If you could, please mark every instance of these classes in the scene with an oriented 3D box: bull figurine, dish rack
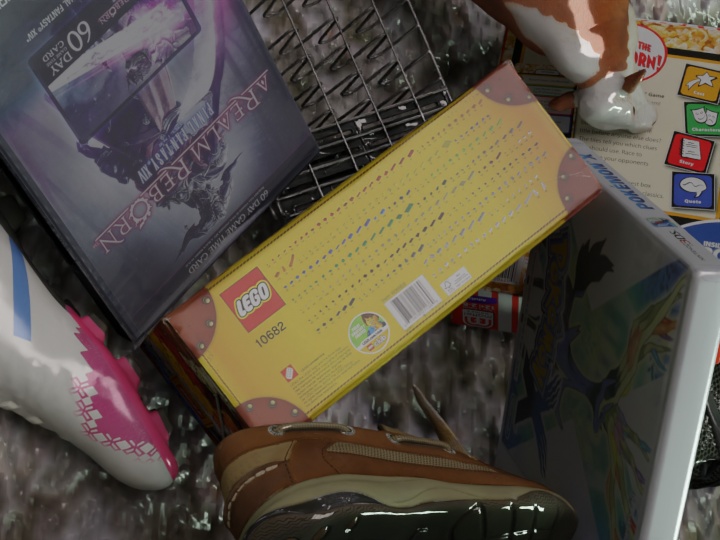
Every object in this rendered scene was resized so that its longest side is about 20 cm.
[{"bbox_3d":[0.105,-0.165,0.955,0.200,0.065,0.121,41,49,3],"label":"bull figurine"},{"bbox_3d":[-0.028,-0.120,0.944,0.153,0.055,0.200,-20,84,-31],"label":"dish rack"}]

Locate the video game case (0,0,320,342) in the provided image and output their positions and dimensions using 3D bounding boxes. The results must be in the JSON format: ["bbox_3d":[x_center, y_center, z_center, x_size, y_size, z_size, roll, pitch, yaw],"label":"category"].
[{"bbox_3d":[-0.105,-0.079,0.793,0.143,0.019,0.200,-47,135,-19],"label":"video game case"}]

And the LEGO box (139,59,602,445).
[{"bbox_3d":[0.000,0.000,0.819,0.200,0.149,0.077,-37,91,-13],"label":"LEGO box"}]

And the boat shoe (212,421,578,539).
[{"bbox_3d":[0.018,0.099,0.742,0.200,0.076,0.074,16,29,-47],"label":"boat shoe"}]

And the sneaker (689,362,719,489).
[{"bbox_3d":[0.178,0.107,0.953,0.114,0.076,0.199,37,53,-4],"label":"sneaker"}]

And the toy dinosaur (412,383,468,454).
[{"bbox_3d":[0.070,0.151,0.862,0.058,0.101,0.200,-20,82,-32],"label":"toy dinosaur"}]

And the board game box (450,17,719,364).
[{"bbox_3d":[0.142,-0.055,0.969,0.151,0.046,0.200,9,62,10],"label":"board game box"}]

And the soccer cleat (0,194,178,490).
[{"bbox_3d":[-0.169,0.036,0.807,0.086,0.070,0.200,-37,89,-17],"label":"soccer cleat"}]

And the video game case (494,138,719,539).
[{"bbox_3d":[0.114,0.058,0.826,0.022,0.182,0.200,1,112,-16],"label":"video game case"}]
